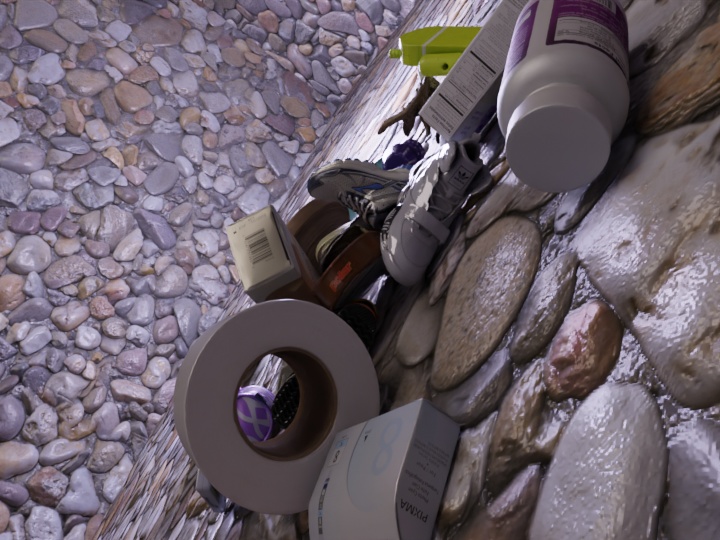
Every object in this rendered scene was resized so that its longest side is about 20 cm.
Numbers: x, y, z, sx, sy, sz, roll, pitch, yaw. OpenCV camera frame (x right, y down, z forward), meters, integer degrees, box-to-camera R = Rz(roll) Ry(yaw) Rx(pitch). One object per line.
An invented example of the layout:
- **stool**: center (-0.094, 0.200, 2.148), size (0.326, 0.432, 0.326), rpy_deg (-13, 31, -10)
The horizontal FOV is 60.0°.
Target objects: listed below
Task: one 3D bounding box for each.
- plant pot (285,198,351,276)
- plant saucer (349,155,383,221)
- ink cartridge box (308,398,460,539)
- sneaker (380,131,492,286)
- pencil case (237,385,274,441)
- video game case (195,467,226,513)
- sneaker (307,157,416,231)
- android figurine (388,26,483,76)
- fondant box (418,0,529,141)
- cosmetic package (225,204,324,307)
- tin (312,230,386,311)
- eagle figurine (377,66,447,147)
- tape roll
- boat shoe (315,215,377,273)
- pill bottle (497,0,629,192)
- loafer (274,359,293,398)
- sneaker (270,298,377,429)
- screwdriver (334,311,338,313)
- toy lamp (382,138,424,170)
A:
- **plant pot**: center (-0.066, -0.017, 1.051), size (0.201, 0.092, 0.202), rpy_deg (-47, -22, -25)
- **plant saucer**: center (0.008, -0.137, 1.256), size (0.201, 0.036, 0.201), rpy_deg (-53, 15, 20)
- **ink cartridge box**: center (-0.005, 0.216, 0.503), size (0.160, 0.047, 0.202), rpy_deg (-38, 22, 53)
- **sneaker**: center (0.093, -0.082, 0.759), size (0.115, 0.074, 0.203), rpy_deg (-36, 27, 53)
- **pencil case**: center (-0.161, 0.210, 0.898), size (0.085, 0.084, 0.200), rpy_deg (-60, -1, -10)
- **video game case**: center (-0.213, 0.241, 0.933), size (0.183, 0.021, 0.204), rpy_deg (99, 172, -60)
- **sneaker**: center (0.016, -0.102, 0.877), size (0.077, 0.195, 0.087), rpy_deg (62, -147, -68)
- **android figurine**: center (0.141, -0.340, 0.953), size (0.183, 0.195, 0.042), rpy_deg (-55, -35, -49)
- **fondant box**: center (0.174, -0.263, 0.807), size (0.201, 0.058, 0.144), rpy_deg (-50, -10, 23)
- **cosmetic package**: center (-0.101, 0.013, 0.843), size (0.070, 0.107, 0.201), rpy_deg (-24, -28, 2)
- **tin**: center (0.000, 0.000, 0.833), size (0.113, 0.042, 0.200), rpy_deg (-53, -10, 11)
- **eagle figurine**: center (0.135, -0.288, 1.030), size (0.149, 0.155, 0.199), rpy_deg (9, 21, 32)
- **tape roll**: center (-0.094, 0.138, 0.664), size (0.205, 0.201, 0.139), rpy_deg (-61, 16, -18)
- **boat shoe**: center (0.018, -0.058, 0.941), size (0.199, 0.073, 0.065), rpy_deg (-39, 25, 12)
- **pill bottle**: center (0.182, -0.165, 0.559), size (0.112, 0.111, 0.202), rpy_deg (-41, 21, 47)
- **loafer**: center (-0.088, 0.137, 0.928), size (0.202, 0.070, 0.064), rpy_deg (-75, 3, -45)
- **sneaker**: center (-0.040, 0.123, 0.817), size (0.202, 0.069, 0.090), rpy_deg (-54, -1, 12)
- **screwdriver**: center (-0.036, 0.058, 0.867), size (0.029, 0.028, 0.200), rpy_deg (-38, -5, 11)
- **toy lamp**: center (0.069, -0.179, 1.004), size (0.059, 0.058, 0.200), rpy_deg (-52, 1, 17)
